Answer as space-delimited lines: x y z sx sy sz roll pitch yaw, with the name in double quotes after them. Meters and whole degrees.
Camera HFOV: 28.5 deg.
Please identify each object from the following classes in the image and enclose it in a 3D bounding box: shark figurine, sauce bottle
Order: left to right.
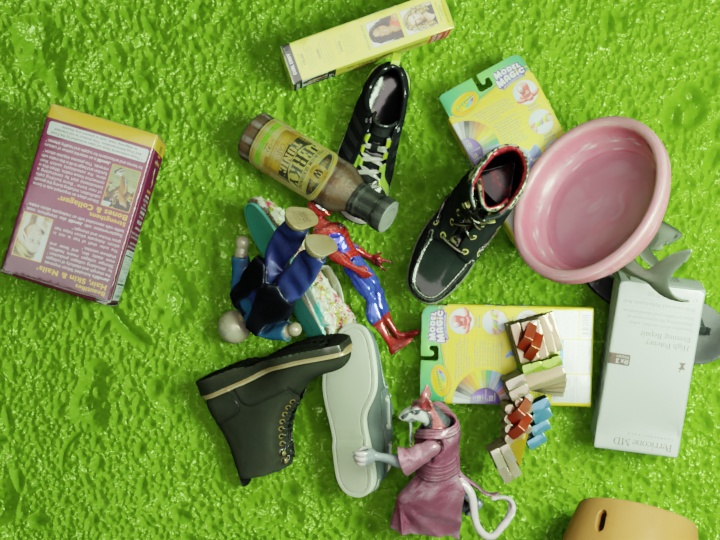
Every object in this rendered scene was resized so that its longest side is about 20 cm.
-0.047 -0.110 1.623 0.199 0.065 0.065 30 88 18 "sauce bottle"
0.309 -0.040 1.596 0.127 0.215 0.090 10 109 6 "shark figurine"

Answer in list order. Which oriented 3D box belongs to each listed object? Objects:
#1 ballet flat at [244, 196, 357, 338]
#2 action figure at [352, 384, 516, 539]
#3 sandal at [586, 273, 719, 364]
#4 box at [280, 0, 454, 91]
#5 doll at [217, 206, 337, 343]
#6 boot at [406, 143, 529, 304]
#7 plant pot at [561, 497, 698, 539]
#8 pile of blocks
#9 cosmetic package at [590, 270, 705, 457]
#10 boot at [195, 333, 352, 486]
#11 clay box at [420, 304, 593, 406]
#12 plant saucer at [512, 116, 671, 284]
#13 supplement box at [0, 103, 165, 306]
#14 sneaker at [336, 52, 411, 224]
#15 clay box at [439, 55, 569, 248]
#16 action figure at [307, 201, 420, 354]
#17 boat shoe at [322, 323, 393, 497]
-0.068 -0.002 1.656 0.064 0.076 0.201 -29 95 -34 "ballet flat"
0.085 0.219 1.586 0.148 0.134 0.201 18 133 26 "action figure"
0.351 0.047 1.674 0.200 0.043 0.076 31 88 -1 "sandal"
0.006 -0.267 1.654 0.199 0.075 0.050 -20 91 -4 "box"
-0.105 0.013 1.611 0.137 0.048 0.200 54 130 19 "doll"
0.117 -0.054 1.571 0.073 0.154 0.204 34 90 1 "boot"
0.300 0.343 1.602 0.199 0.200 0.141 15 71 -2 "plant pot"
0.193 0.145 1.596 0.082 0.062 0.201 9 93 -3 "pile of blocks"
0.329 0.107 1.632 0.101 0.074 0.201 7 101 5 "cosmetic package"
-0.078 0.159 1.623 0.199 0.077 0.139 -19 95 30 "boot"
0.169 0.098 1.656 0.199 0.048 0.116 2 90 -1 "clay box"
0.262 -0.072 1.573 0.051 0.200 0.201 33 87 -39 "plant saucer"
-0.313 -0.073 1.621 0.130 0.103 0.201 17 87 -2 "supplement box"
0.011 -0.154 1.646 0.071 0.083 0.201 12 88 -2 "sneaker"
0.185 -0.141 1.670 0.114 0.048 0.201 -28 89 -1 "clay box"
0.000 0.000 1.652 0.052 0.065 0.200 -36 91 24 "action figure"
0.003 0.158 1.640 0.072 0.062 0.201 2 97 33 "boat shoe"
